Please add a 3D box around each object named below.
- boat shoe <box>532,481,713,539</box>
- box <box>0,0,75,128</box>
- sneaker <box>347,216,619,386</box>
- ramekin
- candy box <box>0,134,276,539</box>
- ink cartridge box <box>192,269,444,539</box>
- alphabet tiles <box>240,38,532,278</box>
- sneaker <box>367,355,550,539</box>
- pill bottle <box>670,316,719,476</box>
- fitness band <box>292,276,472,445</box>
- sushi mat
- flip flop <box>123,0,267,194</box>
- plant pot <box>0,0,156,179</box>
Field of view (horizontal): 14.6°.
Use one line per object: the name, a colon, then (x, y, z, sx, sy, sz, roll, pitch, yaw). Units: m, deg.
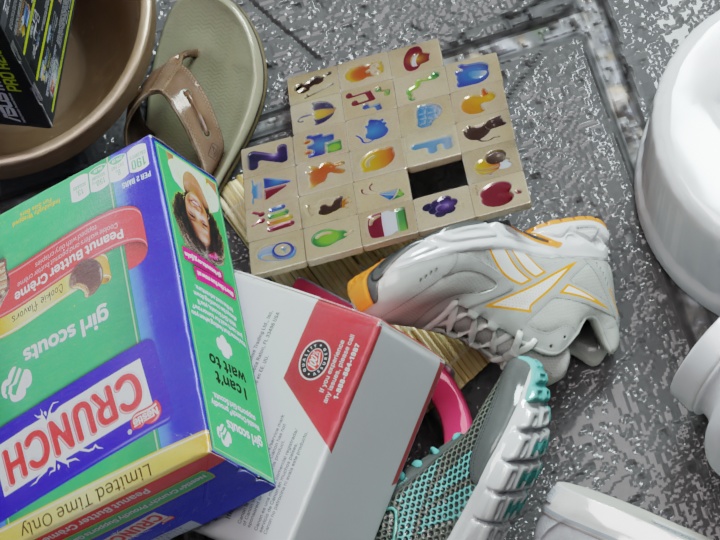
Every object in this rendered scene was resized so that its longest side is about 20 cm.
boat shoe: (0.188, 0.189, 1.604, 0.199, 0.072, 0.069, 24, 96, 7)
box: (-0.197, -0.205, 1.640, 0.044, 0.160, 0.201, 6, 72, 7)
sneaker: (0.082, 0.023, 1.626, 0.199, 0.076, 0.092, -6, 74, -40)
ramekin: (0.262, -0.070, 1.670, 0.199, 0.098, 0.202, -2, 70, 6)
candy box: (-0.147, 0.054, 1.553, 0.169, 0.077, 0.201, -26, 60, 23)
ink cartridge box: (-0.074, 0.078, 1.599, 0.199, 0.084, 0.145, 18, 82, 34)
alphabet tiles: (0.009, -0.073, 1.687, 0.166, 0.008, 0.200, -15, 35, 5)
sneaker: (0.039, 0.132, 1.592, 0.091, 0.078, 0.201, 26, 86, 16)
pill bottle: (0.275, 0.105, 1.597, 0.200, 0.113, 0.112, 42, 80, 18)
fitness band: (-0.025, 0.091, 1.669, 0.199, 0.037, 0.144, 30, 87, 18)
sushi mat: (0.000, 0.000, 1.718, 0.095, 0.012, 0.200, -35, 70, -6)
flip flop: (-0.117, -0.081, 1.732, 0.081, 0.058, 0.201, 14, 75, 25)
plant pot: (-0.220, -0.140, 1.752, 0.200, 0.093, 0.202, -2, 69, 6)
